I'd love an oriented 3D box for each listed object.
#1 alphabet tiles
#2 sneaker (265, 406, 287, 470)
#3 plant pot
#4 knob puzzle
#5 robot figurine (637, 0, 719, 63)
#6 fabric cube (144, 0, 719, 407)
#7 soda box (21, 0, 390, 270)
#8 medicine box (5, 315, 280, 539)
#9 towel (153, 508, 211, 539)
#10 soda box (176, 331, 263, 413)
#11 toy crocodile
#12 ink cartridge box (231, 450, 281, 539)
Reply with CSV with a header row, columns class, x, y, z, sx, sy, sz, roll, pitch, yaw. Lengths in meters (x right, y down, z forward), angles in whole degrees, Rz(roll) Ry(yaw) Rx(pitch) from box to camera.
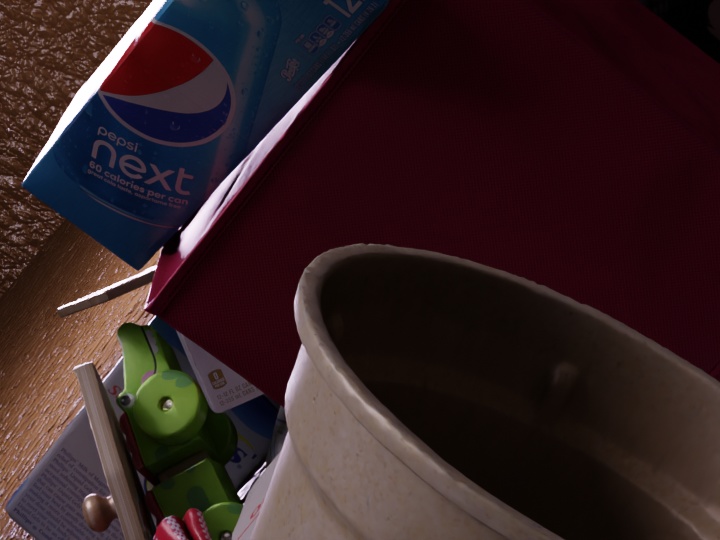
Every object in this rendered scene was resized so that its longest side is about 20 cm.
class,x,y,z,sx,sy,sz,roll,pitch,yaw
alphabet tiles,-0.065,-0.020,1.326,0.200,0.008,0.167,-24,3,-22
sneaker,-0.020,0.084,1.320,0.087,0.075,0.200,-60,5,25
plant pot,0.033,0.122,0.742,0.201,0.200,0.184,-86,22,-69
knob puzzle,-0.122,0.145,1.269,0.030,0.220,0.220,-18,11,-4
robot figurine,0.137,-0.145,1.195,0.200,0.150,0.125,-48,58,29
fabric cube,0.051,-0.029,1.022,0.196,0.199,0.200,-51,11,17
soda box,-0.055,-0.087,0.958,0.200,0.064,0.068,-44,15,44
medicine box,-0.094,0.075,1.470,0.200,0.103,0.182,-50,1,34
towel,-0.093,0.223,1.063,0.200,0.022,0.145,-65,32,30
soda box,0.000,0.000,1.257,0.200,0.068,0.064,-24,11,-4
toy crocodile,-0.088,0.117,1.281,0.062,0.200,0.068,-27,-22,4
ink cartridge box,-0.008,0.131,1.129,0.117,0.067,0.200,-49,14,22
